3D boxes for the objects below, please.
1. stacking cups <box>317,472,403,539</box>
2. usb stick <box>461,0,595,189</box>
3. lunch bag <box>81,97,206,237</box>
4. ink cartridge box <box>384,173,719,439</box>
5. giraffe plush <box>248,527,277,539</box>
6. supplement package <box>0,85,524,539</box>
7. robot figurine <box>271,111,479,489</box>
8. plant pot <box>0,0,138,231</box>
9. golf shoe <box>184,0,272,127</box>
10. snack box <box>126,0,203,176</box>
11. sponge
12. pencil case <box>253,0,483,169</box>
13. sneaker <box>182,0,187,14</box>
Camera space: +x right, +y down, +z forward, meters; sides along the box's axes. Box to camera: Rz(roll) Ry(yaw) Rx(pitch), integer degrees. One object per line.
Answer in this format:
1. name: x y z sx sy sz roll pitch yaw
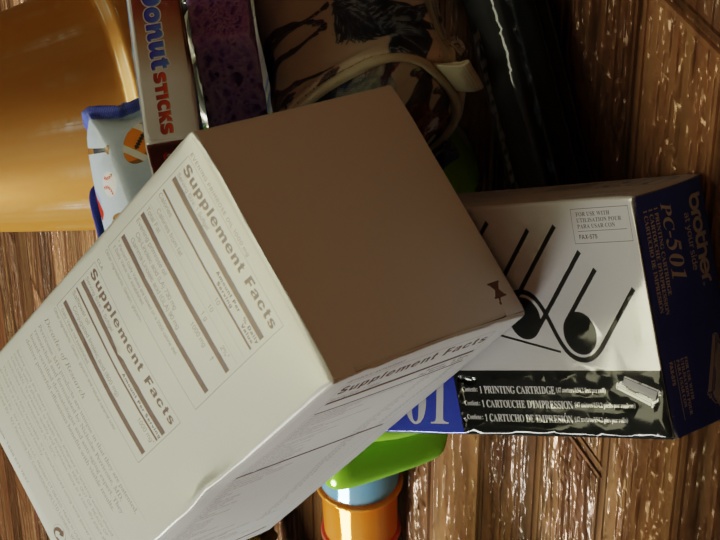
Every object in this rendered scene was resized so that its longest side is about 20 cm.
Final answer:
1. stacking cups: -0.005 0.101 1.237 0.061 0.060 0.201 -121 24 -44
2. usb stick: 0.068 -0.078 0.919 0.055 0.032 0.201 157 98 -74
3. lunch bag: -0.096 -0.006 1.352 0.200 0.123 0.171 88 165 -74
4. ink cartridge box: 0.055 0.017 0.887 0.199 0.044 0.095 -2 101 48
5. giraffe plush: -0.098 0.187 1.496 0.200 0.172 0.163 35 -137 -62
6. supplement package: -0.050 0.031 0.886 0.200 0.113 0.110 -43 72 43
7. robot figurine: 0.000 0.000 1.046 0.175 0.115 0.201 36 134 53
8. plant pot: -0.212 -0.107 1.523 0.200 0.182 0.202 167 90 -73
9. golf shoe: -0.035 -0.051 1.148 0.078 0.097 0.201 27 -128 -80
10. snack box: -0.078 -0.048 0.957 0.200 0.024 0.072 90 172 -70
11. sponge: -0.066 -0.135 0.989 0.112 0.030 0.201 84 177 -52
12. pencil case: -0.004 -0.131 0.970 0.078 0.089 0.201 68 -172 -50
13. sneaker: -0.069 -0.194 1.217 0.090 0.078 0.201 -117 24 -64
